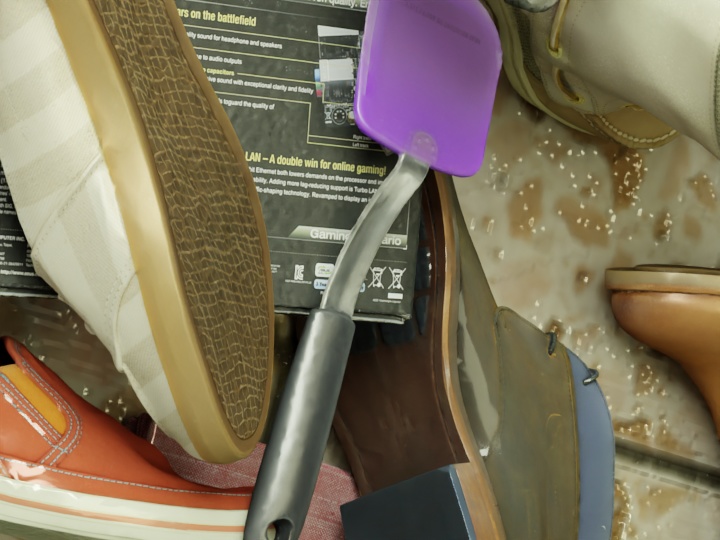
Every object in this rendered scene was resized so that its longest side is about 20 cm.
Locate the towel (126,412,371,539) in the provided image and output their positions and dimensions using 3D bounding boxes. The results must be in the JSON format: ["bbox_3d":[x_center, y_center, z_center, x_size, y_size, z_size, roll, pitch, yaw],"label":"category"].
[{"bbox_3d":[-0.046,0.162,0.980,0.144,0.023,0.201,21,82,-32],"label":"towel"}]

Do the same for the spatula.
[{"bbox_3d":[0.000,0.000,0.898,0.056,0.021,0.201,22,84,-33],"label":"spatula"}]

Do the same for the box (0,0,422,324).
[{"bbox_3d":[-0.081,-0.071,0.908,0.199,0.086,0.164,4,90,-33],"label":"box"}]

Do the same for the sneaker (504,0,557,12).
[{"bbox_3d":[0.062,-0.159,0.851,0.074,0.087,0.200,32,46,-16],"label":"sneaker"}]

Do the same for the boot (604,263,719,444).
[{"bbox_3d":[0.158,0.085,1.085,0.200,0.077,0.156,20,85,-39],"label":"boot"}]

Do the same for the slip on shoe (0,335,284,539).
[{"bbox_3d":[-0.109,0.053,0.894,0.199,0.074,0.061,18,76,-17],"label":"slip on shoe"}]

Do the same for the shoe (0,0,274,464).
[{"bbox_3d":[-0.074,-0.035,0.838,0.070,0.053,0.201,-46,124,-58],"label":"shoe"}]

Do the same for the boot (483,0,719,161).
[{"bbox_3d":[0.120,-0.066,0.962,0.072,0.155,0.200,-51,151,-5],"label":"boot"}]

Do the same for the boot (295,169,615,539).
[{"bbox_3d":[0.036,0.033,1.003,0.097,0.075,0.201,6,74,-50],"label":"boot"}]
